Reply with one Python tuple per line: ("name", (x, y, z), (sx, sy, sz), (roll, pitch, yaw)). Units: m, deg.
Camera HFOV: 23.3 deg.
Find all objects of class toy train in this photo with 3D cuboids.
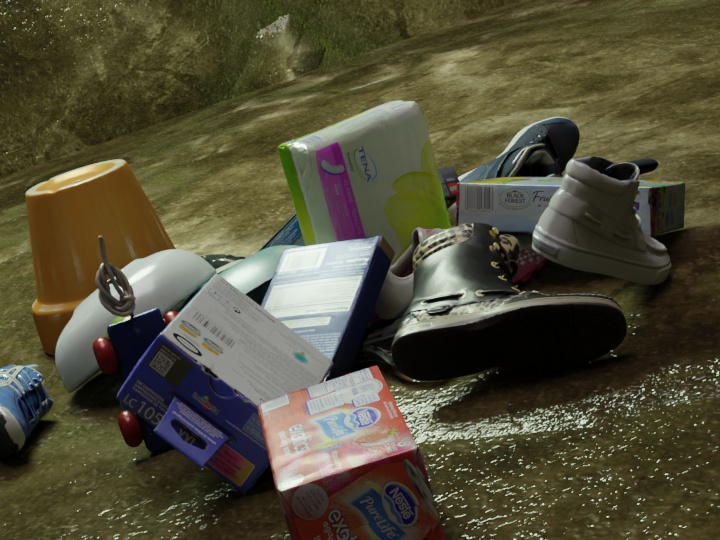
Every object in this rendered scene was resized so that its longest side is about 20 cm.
("toy train", (-0.209, 0.058, 1.598), (0.084, 0.202, 0.116), (-20, 10, -14))

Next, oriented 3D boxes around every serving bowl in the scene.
("serving bowl", (-0.246, 0.040, 1.820), (0.200, 0.066, 0.200), (-40, 2, 2))

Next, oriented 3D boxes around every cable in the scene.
("cable", (0.029, 0.079, 1.611), (0.199, 0.050, 0.097), (-21, 25, 41))

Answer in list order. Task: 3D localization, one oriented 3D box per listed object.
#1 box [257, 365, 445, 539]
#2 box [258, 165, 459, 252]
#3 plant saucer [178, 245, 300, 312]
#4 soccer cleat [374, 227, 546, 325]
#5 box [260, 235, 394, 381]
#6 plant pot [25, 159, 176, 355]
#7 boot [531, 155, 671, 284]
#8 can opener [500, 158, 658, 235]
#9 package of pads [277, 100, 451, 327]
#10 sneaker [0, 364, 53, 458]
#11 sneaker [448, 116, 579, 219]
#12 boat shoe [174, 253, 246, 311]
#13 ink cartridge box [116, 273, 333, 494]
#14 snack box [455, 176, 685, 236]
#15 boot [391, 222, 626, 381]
("box", (-0.008, 0.149, 1.222), (0.099, 0.096, 0.200), (-18, 14, -4))
("box", (0.001, -0.053, 1.922), (0.199, 0.040, 0.137), (-14, -16, -36))
("plant saucer", (-0.127, 0.020, 1.816), (0.200, 0.039, 0.201), (-32, -5, -3))
("soccer cleat", (0.098, -0.011, 1.729), (0.198, 0.087, 0.070), (-22, 15, -20))
("box", (-0.051, 0.058, 1.637), (0.120, 0.032, 0.201), (-7, 45, 35))
("plant pot", (-0.306, -0.024, 2.047), (0.198, 0.185, 0.200), (-16, 14, 4))
("boot", (0.234, -0.047, 1.557), (0.073, 0.096, 0.199), (31, 15, 34))
("can opener", (0.236, -0.082, 1.885), (0.198, 0.064, 0.079), (-20, 14, -11))
("package of pads", (0.016, -0.057, 1.764), (0.154, 0.202, 0.068), (-25, 18, -31))
("sneaker", (-0.349, 0.129, 1.736), (0.076, 0.076, 0.200), (-24, 16, -10))
("sneaker", (0.211, -0.124, 2.017), (0.202, 0.077, 0.146), (-36, 10, -27))
("boat shoe", (-0.211, 0.025, 1.965), (0.198, 0.073, 0.068), (-15, 29, -25))
("ink cartridge box", (-0.113, 0.095, 1.447), (0.077, 0.136, 0.200), (-53, 1, 19))
("snack box", (0.210, -0.065, 1.735), (0.198, 0.054, 0.142), (3, 7, 24))
("boot", (0.127, 0.021, 1.506), (0.198, 0.074, 0.151), (-11, 34, 13))
